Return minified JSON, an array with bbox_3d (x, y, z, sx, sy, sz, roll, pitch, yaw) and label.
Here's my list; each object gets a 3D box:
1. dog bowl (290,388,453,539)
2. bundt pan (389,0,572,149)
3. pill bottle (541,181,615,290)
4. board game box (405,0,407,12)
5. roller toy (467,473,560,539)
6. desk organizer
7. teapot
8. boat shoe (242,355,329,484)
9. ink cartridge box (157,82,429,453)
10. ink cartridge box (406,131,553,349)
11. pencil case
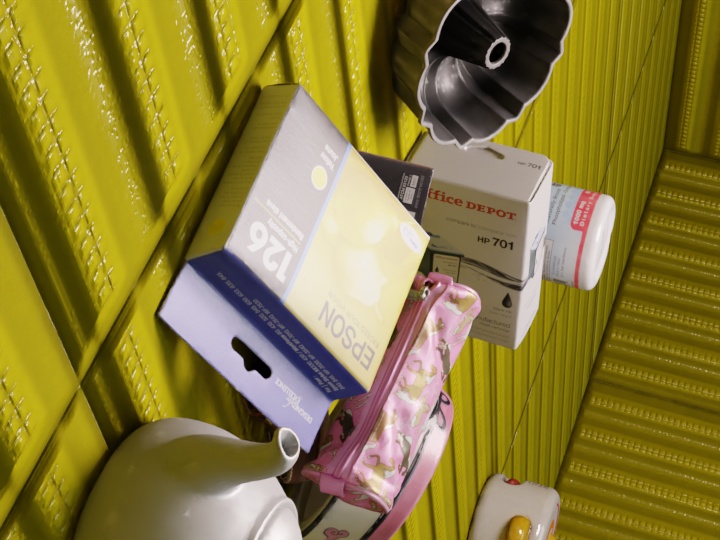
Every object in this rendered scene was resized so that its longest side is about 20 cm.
[{"bbox_3d":[0.011,0.170,1.303,0.201,0.073,0.200,-57,-170,16],"label":"dog bowl"},{"bbox_3d":[0.105,-0.222,1.348,0.201,0.076,0.203,-30,141,-27],"label":"bundt pan"},{"bbox_3d":[0.181,-0.053,1.624,0.109,0.198,0.110,14,90,-74],"label":"pill bottle"},{"bbox_3d":[0.093,-0.268,1.427,0.200,0.038,0.160,-54,153,-52],"label":"board game box"},{"bbox_3d":[0.269,0.451,2.465,0.183,0.138,0.202,-61,158,-43],"label":"roller toy"},{"bbox_3d":[0.000,0.000,1.243,0.077,0.071,0.203,-145,-113,-77],"label":"desk organizer"},{"bbox_3d":[-0.101,0.207,0.978,0.200,0.144,0.200,58,48,-69],"label":"teapot"},{"bbox_3d":[-0.065,0.089,1.166,0.070,0.070,0.202,-14,120,-29],"label":"boat shoe"},{"bbox_3d":[-0.041,0.001,1.060,0.198,0.047,0.202,47,52,-41],"label":"ink cartridge box"},{"bbox_3d":[0.119,-0.032,1.527,0.086,0.145,0.202,-56,155,-44],"label":"ink cartridge box"},{"bbox_3d":[0.026,0.097,1.158,0.086,0.082,0.202,33,75,-30],"label":"pencil case"}]
